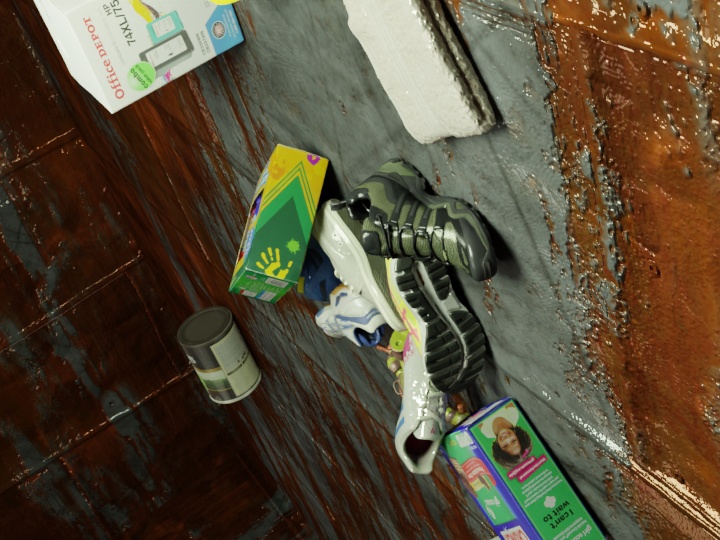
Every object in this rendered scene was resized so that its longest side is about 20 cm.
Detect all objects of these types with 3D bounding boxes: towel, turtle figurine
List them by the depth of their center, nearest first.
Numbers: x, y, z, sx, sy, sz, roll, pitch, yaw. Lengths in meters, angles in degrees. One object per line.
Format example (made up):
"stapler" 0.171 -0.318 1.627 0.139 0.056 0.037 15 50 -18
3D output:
"towel" 0.040 -0.202 0.906 0.201 0.034 0.132 61 164 -13
"turtle figurine" 0.071 0.141 1.398 0.200 0.064 0.162 47 161 31

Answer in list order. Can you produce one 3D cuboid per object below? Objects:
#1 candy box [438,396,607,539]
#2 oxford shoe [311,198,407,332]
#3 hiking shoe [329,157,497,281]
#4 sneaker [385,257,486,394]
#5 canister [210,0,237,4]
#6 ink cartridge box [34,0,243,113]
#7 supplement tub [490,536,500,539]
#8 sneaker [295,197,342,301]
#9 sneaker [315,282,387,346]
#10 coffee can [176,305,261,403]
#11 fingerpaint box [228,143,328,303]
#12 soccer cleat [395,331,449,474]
"candy box" 0.189 0.265 1.268 0.200 0.077 0.169 55 165 7
"oxford shoe" 0.000 0.000 1.309 0.200 0.058 0.075 56 -158 21
"hiking shoe" 0.054 -0.034 1.057 0.200 0.100 0.076 41 158 44
"sneaker" 0.082 0.049 1.202 0.201 0.078 0.090 70 168 -21
"canister" -0.184 -0.382 1.046 0.148 0.087 0.200 41 170 41
"ink cartridge box" -0.281 -0.325 1.304 0.146 0.200 0.147 40 157 44
"supplement tub" 0.185 0.455 1.416 0.146 0.200 0.146 50 162 23
"sneaker" -0.044 -0.026 1.454 0.078 0.066 0.200 17 143 7
"sneaker" -0.010 0.077 1.485 0.088 0.075 0.200 60 165 11
"coffee can" -0.350 0.211 2.601 0.146 0.146 0.201 35 153 52
"fingerpaint box" -0.113 -0.056 1.380 0.073 0.168 0.200 16 168 -10
"soccer cleat" 0.085 0.156 1.271 0.086 0.069 0.201 -108 22 -67
